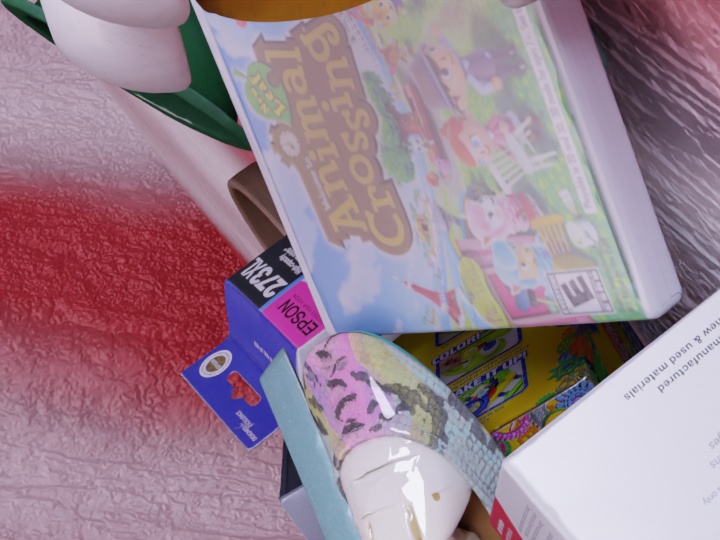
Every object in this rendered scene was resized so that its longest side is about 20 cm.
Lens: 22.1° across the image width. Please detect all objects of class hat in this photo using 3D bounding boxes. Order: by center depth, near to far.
[{"bbox_3d":[-0.097,-0.189,1.048,0.165,0.176,0.200,27,176,35],"label":"hat"}]

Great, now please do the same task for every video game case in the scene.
[{"bbox_3d":[0.015,-0.070,0.690,0.182,0.022,0.200,-5,112,49],"label":"video game case"}]

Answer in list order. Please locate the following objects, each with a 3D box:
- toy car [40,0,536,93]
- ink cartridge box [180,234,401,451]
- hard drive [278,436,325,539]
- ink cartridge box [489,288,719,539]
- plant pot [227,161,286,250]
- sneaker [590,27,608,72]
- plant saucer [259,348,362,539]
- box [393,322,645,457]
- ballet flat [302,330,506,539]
[{"bbox_3d":[-0.017,-0.144,0.517,0.200,0.175,0.150,131,125,-83],"label":"toy car"},{"bbox_3d":[0.000,0.000,0.911,0.037,0.200,0.095,56,171,-32],"label":"ink cartridge box"},{"bbox_3d":[0.033,0.144,0.928,0.200,0.042,0.135,52,-164,-21],"label":"hard drive"},{"bbox_3d":[0.163,0.113,0.653,0.200,0.145,0.145,51,171,13],"label":"ink cartridge box"},{"bbox_3d":[0.003,-0.010,1.279,0.201,0.093,0.201,51,174,8],"label":"plant pot"},{"bbox_3d":[0.005,-0.106,0.757,0.200,0.078,0.140,-25,95,52],"label":"sneaker"},{"bbox_3d":[0.002,0.132,0.786,0.070,0.019,0.200,76,171,-72],"label":"plant saucer"},{"bbox_3d":[0.104,0.114,0.898,0.200,0.122,0.193,54,-166,-18],"label":"box"},{"bbox_3d":[0.039,0.115,0.755,0.200,0.069,0.071,55,-145,-18],"label":"ballet flat"}]
